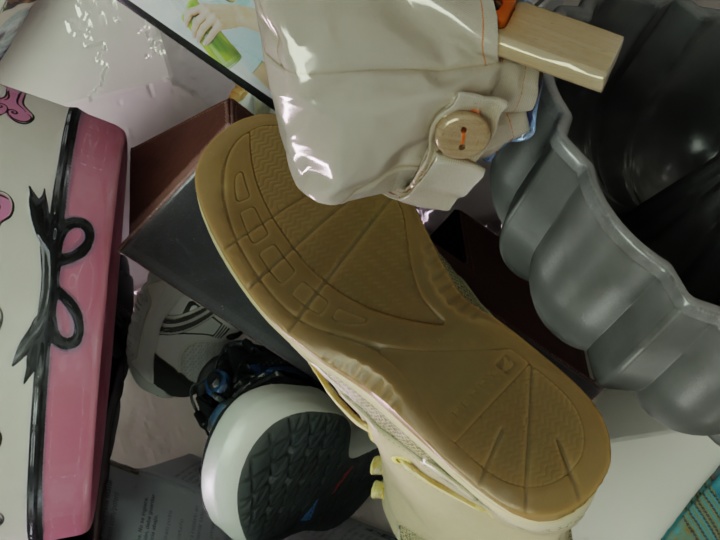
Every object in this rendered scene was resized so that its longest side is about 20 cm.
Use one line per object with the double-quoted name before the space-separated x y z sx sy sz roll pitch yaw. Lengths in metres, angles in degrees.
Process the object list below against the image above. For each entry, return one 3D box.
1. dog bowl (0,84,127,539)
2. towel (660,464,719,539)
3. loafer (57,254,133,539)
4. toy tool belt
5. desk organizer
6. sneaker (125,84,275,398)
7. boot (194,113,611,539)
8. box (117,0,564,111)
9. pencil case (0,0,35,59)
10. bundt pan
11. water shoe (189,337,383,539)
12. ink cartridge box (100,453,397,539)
"dog bowl" -0.137 0.022 1.182 0.074 0.200 0.200 4 110 -3
"towel" 0.155 0.158 1.222 0.022 0.147 0.200 16 123 -30
"loafer" -0.128 0.046 1.302 0.063 0.072 0.200 -19 62 53
"toy tool belt" 0.022 -0.106 1.071 0.123 0.200 0.125 -11 123 0
"desk organizer" 0.000 0.000 1.210 0.200 0.077 0.072 34 116 -24
"sneaker" -0.037 -0.011 1.280 0.088 0.076 0.200 28 123 3
"boot" 0.014 0.040 1.138 0.200 0.155 0.073 42 75 15
"box" -0.027 -0.131 1.209 0.200 0.117 0.060 35 133 10
"pencil case" -0.187 -0.118 1.312 0.089 0.078 0.200 54 123 30
"bundt pan" 0.132 -0.012 1.126 0.202 0.202 0.076 45 125 6
"water shoe" -0.046 0.070 1.242 0.079 0.200 0.072 38 90 15
"ink cartridge box" -0.065 0.193 1.378 0.200 0.041 0.200 20 113 19
